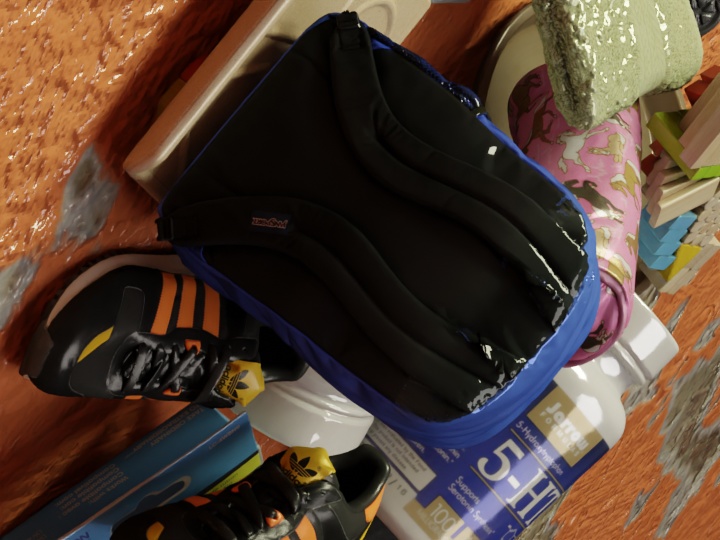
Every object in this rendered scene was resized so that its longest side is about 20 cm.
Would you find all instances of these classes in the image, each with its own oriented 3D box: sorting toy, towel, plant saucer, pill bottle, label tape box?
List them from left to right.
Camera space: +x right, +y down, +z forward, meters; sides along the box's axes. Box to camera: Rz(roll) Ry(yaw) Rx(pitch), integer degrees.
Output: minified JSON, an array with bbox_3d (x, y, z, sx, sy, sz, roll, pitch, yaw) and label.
[{"bbox_3d":[-0.124,0.144,1.671,0.143,0.066,0.200,-35,152,-14],"label":"label tape box"},{"bbox_3d":[-0.045,-0.104,1.563,0.185,0.036,0.200,-51,164,-4],"label":"sorting toy"},{"bbox_3d":[0.000,0.000,1.707,0.200,0.113,0.113,-61,159,13],"label":"pill bottle"},{"bbox_3d":[0.088,0.083,1.784,0.200,0.120,0.120,-43,159,-2],"label":"pill bottle"},{"bbox_3d":[0.134,-0.074,1.870,0.200,0.029,0.200,6,81,-42],"label":"plant saucer"},{"bbox_3d":[0.140,-0.190,1.719,0.148,0.036,0.200,-26,107,-52],"label":"towel"}]

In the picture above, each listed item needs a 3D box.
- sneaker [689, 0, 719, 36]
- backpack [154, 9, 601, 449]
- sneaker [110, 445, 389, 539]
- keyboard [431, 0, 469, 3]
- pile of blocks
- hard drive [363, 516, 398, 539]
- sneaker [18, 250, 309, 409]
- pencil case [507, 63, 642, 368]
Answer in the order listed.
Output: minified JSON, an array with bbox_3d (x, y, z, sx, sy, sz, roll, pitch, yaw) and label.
[{"bbox_3d":[0.198,-0.242,1.891,0.083,0.072,0.200,-108,-158,-60],"label":"sneaker"},{"bbox_3d":[0.027,-0.010,1.532,0.163,0.200,0.168,-52,164,-3],"label":"backpack"},{"bbox_3d":[-0.057,0.128,1.579,0.200,0.070,0.090,-2,130,-58],"label":"sneaker"},{"bbox_3d":[0.029,-0.173,1.668,0.056,0.011,0.200,-58,160,20],"label":"keyboard"},{"bbox_3d":[0.189,-0.059,1.808,0.082,0.062,0.200,-25,154,-27],"label":"pile of blocks"},{"bbox_3d":[0.029,0.168,2.004,0.135,0.042,0.200,-31,174,4],"label":"hard drive"},{"bbox_3d":[-0.095,0.039,1.582,0.200,0.090,0.070,-14,134,-62],"label":"sneaker"},{"bbox_3d":[0.120,-0.037,1.736,0.200,0.086,0.083,-80,170,-46],"label":"pencil case"}]
